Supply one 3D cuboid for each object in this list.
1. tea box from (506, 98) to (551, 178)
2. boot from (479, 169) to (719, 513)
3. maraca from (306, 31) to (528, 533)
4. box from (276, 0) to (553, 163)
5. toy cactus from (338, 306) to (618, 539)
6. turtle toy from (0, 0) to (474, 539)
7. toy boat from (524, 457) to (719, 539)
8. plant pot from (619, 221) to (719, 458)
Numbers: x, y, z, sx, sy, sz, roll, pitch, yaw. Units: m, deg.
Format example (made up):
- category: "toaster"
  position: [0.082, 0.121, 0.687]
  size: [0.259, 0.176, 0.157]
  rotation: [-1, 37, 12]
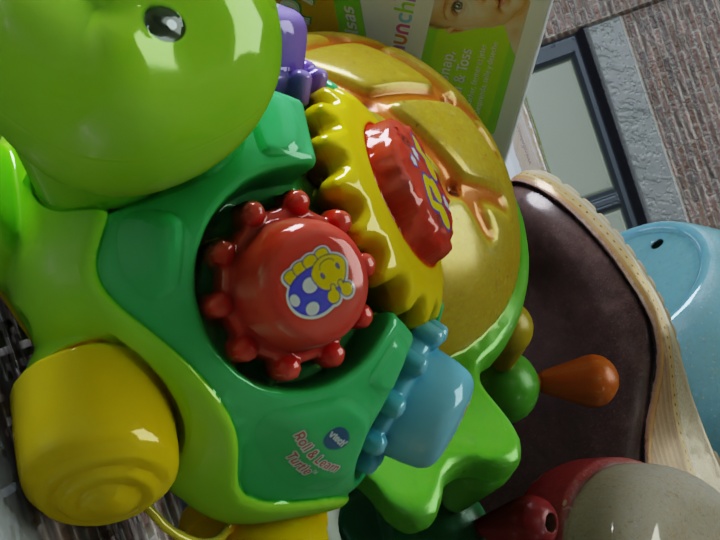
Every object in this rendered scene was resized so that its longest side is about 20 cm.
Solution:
- category: "tea box"
  position: [0.048, -0.065, 1.199]
  size: [0.197, 0.132, 0.202]
  rotation: [31, 41, -80]
- category: "boot"
  position: [0.066, 0.073, 0.850]
  size: [0.201, 0.165, 0.072]
  rotation: [63, -19, -1]
- category: "maraca"
  position: [-0.009, -0.001, 0.619]
  size: [0.108, 0.136, 0.201]
  rotation: [104, -11, -45]
- category: "box"
  position: [0.014, -0.106, 0.727]
  size: [0.102, 0.111, 0.201]
  rotation: [-78, 180, -45]
- category: "toy cactus"
  position: [0.024, 0.096, 0.709]
  size: [0.200, 0.101, 0.167]
  rotation: [173, -78, -67]
- category: "turtle toy"
  position: [-0.036, -0.012, 0.468]
  size: [0.200, 0.100, 0.147]
  rotation: [46, 24, -51]
- category: "toy boat"
  position: [0.093, 0.174, 0.764]
  size: [0.130, 0.130, 0.202]
  rotation: [-26, 109, -54]
- category: "plant pot"
  position: [0.164, 0.055, 0.973]
  size: [0.135, 0.199, 0.201]
  rotation: [54, 14, -30]
